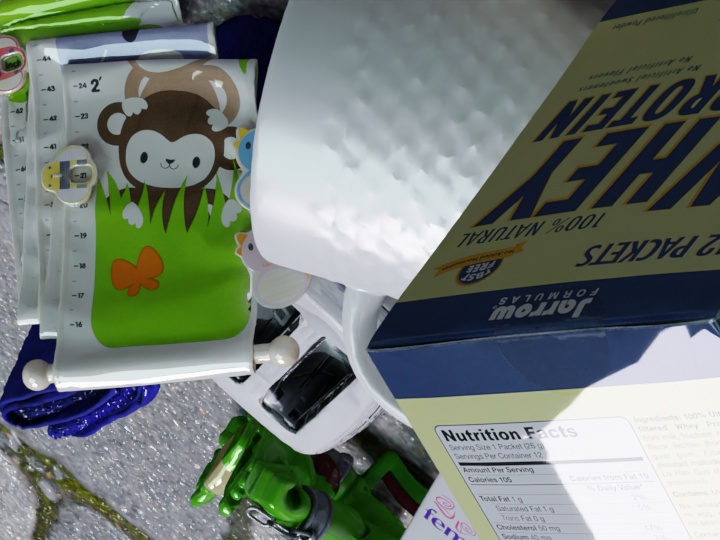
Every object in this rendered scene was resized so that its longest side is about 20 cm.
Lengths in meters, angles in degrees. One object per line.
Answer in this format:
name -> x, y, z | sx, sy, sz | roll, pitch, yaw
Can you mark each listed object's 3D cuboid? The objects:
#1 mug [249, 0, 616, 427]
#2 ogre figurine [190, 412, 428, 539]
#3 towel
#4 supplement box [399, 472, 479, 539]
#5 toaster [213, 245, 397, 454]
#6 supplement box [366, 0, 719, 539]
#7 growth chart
mug -> 0.056, -0.028, 0.961 | 0.174, 0.201, 0.148 | 15, -172, 13
ogre figurine -> -0.023, 0.134, 1.342 | 0.120, 0.098, 0.200 | 34, 159, -8
towel -> -0.097, -0.018, 1.143 | 0.049, 0.201, 0.147 | 30, 155, -21
supplement box -> 0.092, 0.119, 1.195 | 0.101, 0.103, 0.200 | 37, 148, 9
toaster -> 0.000, 0.000, 1.115 | 0.114, 0.129, 0.200 | 42, 150, -3
supplement box -> 0.140, 0.034, 0.791 | 0.134, 0.200, 0.200 | -7, 125, 41
growth chart -> -0.100, -0.042, 1.048 | 0.144, 0.201, 0.018 | -14, 166, 12
